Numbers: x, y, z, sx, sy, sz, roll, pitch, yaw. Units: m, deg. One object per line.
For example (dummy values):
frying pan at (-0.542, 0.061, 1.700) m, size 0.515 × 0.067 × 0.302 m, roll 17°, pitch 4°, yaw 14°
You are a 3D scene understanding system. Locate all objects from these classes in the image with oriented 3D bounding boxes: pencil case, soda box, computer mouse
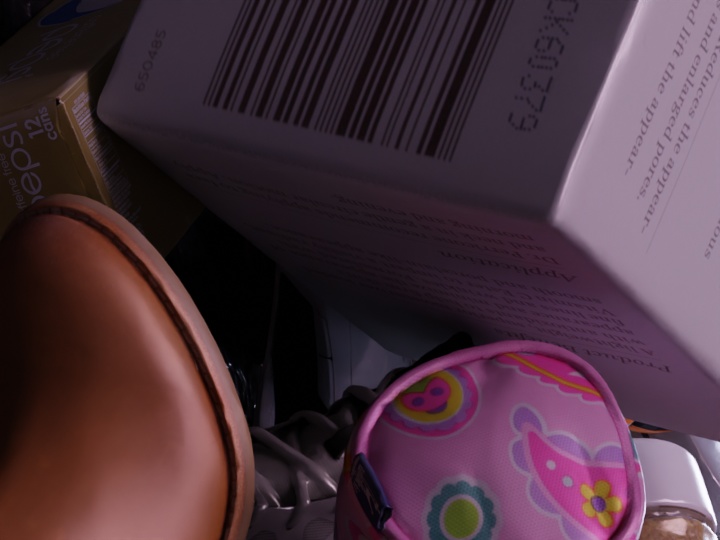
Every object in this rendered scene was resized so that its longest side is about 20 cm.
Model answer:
pencil case at (0.032, 0.106, 0.825) m, size 0.200 × 0.087 × 0.088 m, roll 97°, pitch -7°, yaw -54°
soda box at (-0.081, -0.051, 0.912) m, size 0.064 × 0.068 × 0.200 m, roll 68°, pitch 21°, yaw -15°
computer mouse at (0.000, 0.000, 1.000) m, size 0.110 × 0.044 × 0.200 m, roll -33°, pitch 132°, yaw -66°

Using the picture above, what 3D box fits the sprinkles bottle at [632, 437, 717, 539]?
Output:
sprinkles bottle at (0.101, 0.155, 0.907) m, size 0.068 × 0.068 × 0.200 m, roll 42°, pitch 29°, yaw -54°

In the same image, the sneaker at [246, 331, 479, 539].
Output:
sneaker at (-0.022, 0.054, 0.862) m, size 0.200 × 0.115 × 0.076 m, roll 11°, pitch 40°, yaw -48°

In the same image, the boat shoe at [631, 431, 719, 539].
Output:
boat shoe at (0.100, 0.048, 1.215) m, size 0.072 × 0.066 × 0.200 m, roll 29°, pitch 24°, yaw -56°

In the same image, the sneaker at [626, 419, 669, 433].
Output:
sneaker at (0.094, -0.020, 1.034) m, size 0.112 × 0.078 × 0.200 m, roll -4°, pitch 52°, yaw -27°

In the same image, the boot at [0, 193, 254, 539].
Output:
boot at (-0.102, 0.088, 0.721) m, size 0.155 × 0.077 × 0.200 m, roll -15°, pitch 105°, yaw -53°

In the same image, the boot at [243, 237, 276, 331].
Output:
boot at (0.028, -0.010, 1.113) m, size 0.200 × 0.097 × 0.075 m, roll -8°, pitch 83°, yaw -69°

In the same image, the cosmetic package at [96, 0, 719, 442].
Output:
cosmetic package at (0.060, -0.064, 0.871) m, size 0.200 × 0.165 × 0.165 m, roll 40°, pitch 69°, yaw -55°
